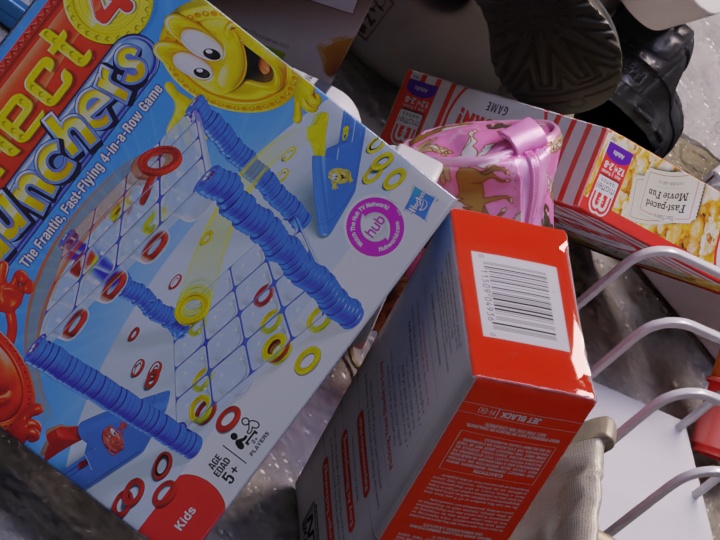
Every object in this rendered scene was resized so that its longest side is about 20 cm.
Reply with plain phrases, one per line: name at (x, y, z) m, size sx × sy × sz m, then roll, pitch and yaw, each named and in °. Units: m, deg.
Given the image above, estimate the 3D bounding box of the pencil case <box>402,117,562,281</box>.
pencil case at (0.065, 0.024, 1.454) m, size 0.083 × 0.086 × 0.201 m, roll -48°, pitch 133°, yaw -71°

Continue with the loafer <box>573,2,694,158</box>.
loafer at (0.147, -0.092, 1.714) m, size 0.068 × 0.071 × 0.201 m, roll 35°, pitch -13°, yaw 10°

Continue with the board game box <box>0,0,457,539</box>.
board game box at (-0.096, -0.012, 1.279) m, size 0.196 × 0.200 × 0.056 m, roll 37°, pitch -5°, yaw -9°

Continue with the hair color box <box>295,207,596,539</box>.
hair color box at (0.034, 0.078, 1.334) m, size 0.061 × 0.200 × 0.102 m, roll 11°, pitch 46°, yaw -19°

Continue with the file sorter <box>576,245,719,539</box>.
file sorter at (0.171, 0.111, 1.540) m, size 0.138 × 0.124 × 0.201 m, roll 23°, pitch 41°, yaw -33°

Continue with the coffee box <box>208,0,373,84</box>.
coffee box at (-0.024, -0.177, 1.524) m, size 0.079 × 0.200 × 0.115 m, roll 22°, pitch 39°, yaw -9°

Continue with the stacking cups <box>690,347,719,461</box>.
stacking cups at (0.234, 0.011, 1.674) m, size 0.060 × 0.060 × 0.201 m, roll 25°, pitch 81°, yaw -32°

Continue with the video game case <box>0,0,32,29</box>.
video game case at (-0.216, -0.207, 1.508) m, size 0.200 × 0.018 × 0.143 m, roll 36°, pitch 35°, yaw -20°

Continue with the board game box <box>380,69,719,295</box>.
board game box at (0.129, -0.042, 1.617) m, size 0.151 × 0.047 × 0.200 m, roll 21°, pitch -3°, yaw 45°

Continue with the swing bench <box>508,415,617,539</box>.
swing bench at (0.113, 0.212, 1.340) m, size 0.200 × 0.130 × 0.199 m, roll 45°, pitch 31°, yaw -21°

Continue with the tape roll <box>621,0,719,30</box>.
tape roll at (0.148, -0.227, 1.586) m, size 0.203 × 0.037 × 0.204 m, roll 47°, pitch 35°, yaw -50°

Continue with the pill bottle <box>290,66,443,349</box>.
pill bottle at (-0.069, -0.048, 1.376) m, size 0.199 × 0.116 × 0.116 m, roll 26°, pitch 34°, yaw 1°

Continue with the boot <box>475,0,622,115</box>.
boot at (0.090, -0.208, 1.576) m, size 0.182 × 0.072 × 0.201 m, roll 64°, pitch 19°, yaw -45°

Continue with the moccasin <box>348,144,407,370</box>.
moccasin at (-0.001, 0.001, 1.506) m, size 0.078 × 0.074 × 0.201 m, roll 41°, pitch 23°, yaw 3°

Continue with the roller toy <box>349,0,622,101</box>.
roller toy at (0.060, -0.190, 1.704) m, size 0.199 × 0.140 × 0.183 m, roll 19°, pitch 46°, yaw -24°

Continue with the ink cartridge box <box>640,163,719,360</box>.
ink cartridge box at (0.266, -0.010, 1.813) m, size 0.145 × 0.084 × 0.200 m, roll 50°, pitch 32°, yaw 3°
